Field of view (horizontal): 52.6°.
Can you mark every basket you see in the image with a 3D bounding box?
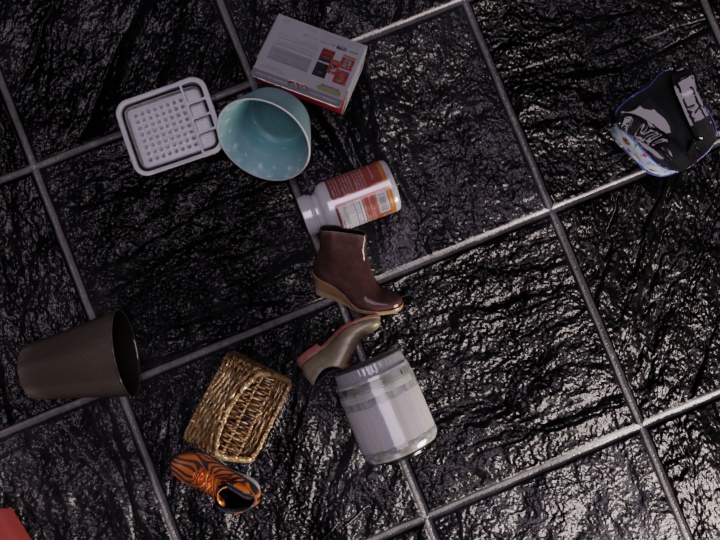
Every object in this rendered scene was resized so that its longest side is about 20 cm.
[{"bbox_3d":[-0.243,0.281,1.466,0.149,0.143,0.200,29,86,1],"label":"basket"},{"bbox_3d":[-0.568,0.187,1.471,0.200,0.136,0.181,-13,83,1],"label":"basket"}]

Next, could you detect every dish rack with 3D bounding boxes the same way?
[{"bbox_3d":[-0.400,-0.301,1.546,0.200,0.044,0.172,-19,88,-3],"label":"dish rack"}]

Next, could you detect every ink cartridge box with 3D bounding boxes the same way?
[{"bbox_3d":[-0.110,-0.412,1.514,0.200,0.084,0.176,21,65,0],"label":"ink cartridge box"}]

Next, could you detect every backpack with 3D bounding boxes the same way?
[{"bbox_3d":[0.631,-0.293,1.523,0.200,0.154,0.191,-38,82,4],"label":"backpack"}]

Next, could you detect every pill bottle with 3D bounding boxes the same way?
[{"bbox_3d":[-0.025,-0.145,1.513,0.200,0.112,0.112,-20,87,-2],"label":"pill bottle"}]

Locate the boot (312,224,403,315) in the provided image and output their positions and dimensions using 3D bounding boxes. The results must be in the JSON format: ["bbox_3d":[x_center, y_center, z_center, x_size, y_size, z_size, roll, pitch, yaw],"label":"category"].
[{"bbox_3d":[0.000,0.000,1.489,0.200,0.072,0.167,13,124,5],"label":"boot"}]

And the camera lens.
[{"bbox_3d":[0.051,0.277,1.466,0.160,0.160,0.200,-23,88,-3],"label":"camera lens"}]

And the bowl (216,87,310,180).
[{"bbox_3d":[-0.181,-0.294,1.494,0.200,0.201,0.105,22,49,0],"label":"bowl"}]

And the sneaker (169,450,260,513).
[{"bbox_3d":[-0.296,0.425,1.470,0.200,0.112,0.078,20,86,0],"label":"sneaker"}]

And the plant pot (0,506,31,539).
[{"bbox_3d":[-0.727,0.575,1.420,0.200,0.200,0.178,-25,79,-3],"label":"plant pot"}]

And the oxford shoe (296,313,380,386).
[{"bbox_3d":[-0.033,0.164,1.503,0.200,0.070,0.075,-36,63,10],"label":"oxford shoe"}]
